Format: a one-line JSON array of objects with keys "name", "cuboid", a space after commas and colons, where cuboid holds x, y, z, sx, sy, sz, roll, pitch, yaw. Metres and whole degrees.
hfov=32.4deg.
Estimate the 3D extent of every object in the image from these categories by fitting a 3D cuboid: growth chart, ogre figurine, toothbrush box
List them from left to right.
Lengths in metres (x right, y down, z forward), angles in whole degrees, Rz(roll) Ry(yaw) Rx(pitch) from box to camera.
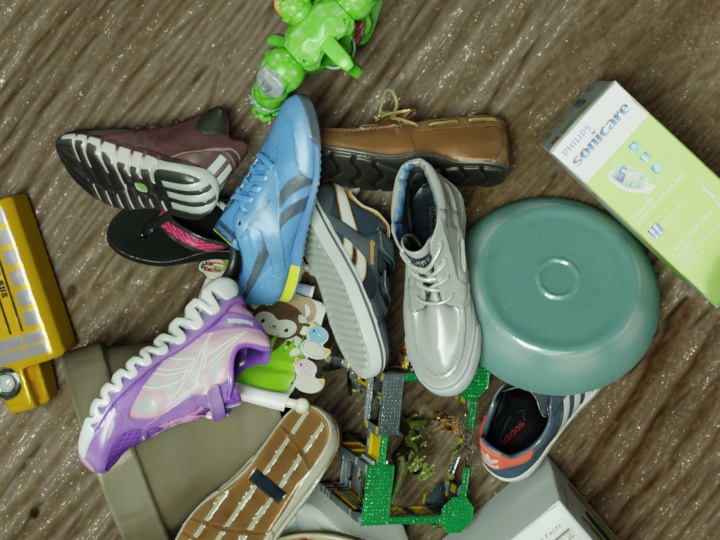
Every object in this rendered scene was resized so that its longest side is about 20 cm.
[{"name": "growth chart", "cuboid": [-0.097, 0.050, 1.149, 0.143, 0.201, 0.018, 7, 132, -1]}, {"name": "ogre figurine", "cuboid": [-0.031, -0.216, 1.125, 0.198, 0.120, 0.099, -25, 96, 7]}, {"name": "toothbrush box", "cuboid": [0.263, -0.074, 1.110, 0.200, 0.146, 0.086, 43, 99, -3]}]

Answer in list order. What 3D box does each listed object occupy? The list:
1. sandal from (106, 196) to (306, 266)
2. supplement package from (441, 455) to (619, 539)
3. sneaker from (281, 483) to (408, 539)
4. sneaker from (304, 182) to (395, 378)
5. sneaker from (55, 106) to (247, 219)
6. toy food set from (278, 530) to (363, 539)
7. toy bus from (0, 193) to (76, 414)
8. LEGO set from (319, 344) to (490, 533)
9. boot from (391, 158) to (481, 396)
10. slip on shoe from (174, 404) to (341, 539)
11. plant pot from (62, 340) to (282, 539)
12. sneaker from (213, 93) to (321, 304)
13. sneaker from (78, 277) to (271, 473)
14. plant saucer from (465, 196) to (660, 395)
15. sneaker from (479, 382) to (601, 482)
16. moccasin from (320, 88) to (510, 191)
[{"name": "sandal", "cuboid": [-0.143, -0.044, 1.182, 0.198, 0.045, 0.076, 2, 62, -1]}, {"name": "supplement package", "cuboid": [0.189, 0.314, 1.168, 0.150, 0.152, 0.200, -41, 93, 8]}, {"name": "sneaker", "cuboid": [-0.053, 0.262, 1.229, 0.198, 0.075, 0.089, 15, 112, 8]}, {"name": "sneaker", "cuboid": [0.000, 0.000, 1.141, 0.079, 0.079, 0.201, -13, 64, -22]}, {"name": "sneaker", "cuboid": [-0.189, -0.115, 1.183, 0.199, 0.116, 0.076, 18, 140, 30]}, {"name": "toy food set", "cuboid": [-0.027, 0.331, 1.203, 0.199, 0.049, 0.198, 31, 128, -11]}, {"name": "toy bus", "cuboid": [-0.337, 0.033, 1.212, 0.078, 0.065, 0.202, -17, 96, 5]}, {"name": "LEGO set", "cuboid": [0.036, 0.155, 1.198, 0.152, 0.116, 0.202, -6, 103, -25]}, {"name": "boot", "cuboid": [0.057, 0.004, 1.085, 0.073, 0.096, 0.202, -11, 71, 19]}, {"name": "slip on shoe", "cuboid": [-0.090, 0.207, 1.118, 0.076, 0.061, 0.201, 36, 88, 21]}, {"name": "plant pot", "cuboid": [-0.167, 0.141, 1.165, 0.172, 0.200, 0.202, -21, 96, -9]}, {"name": "sneaker", "cuboid": [-0.086, -0.061, 1.111, 0.078, 0.066, 0.202, 3, 113, -22]}, {"name": "sneaker", "cuboid": [-0.148, 0.099, 1.038, 0.088, 0.081, 0.200, 40, 67, 9]}, {"name": "plant saucer", "cuboid": [0.179, 0.013, 1.132, 0.198, 0.036, 0.202, 0, 66, 0]}, {"name": "sneaker", "cuboid": [0.176, 0.102, 1.150, 0.075, 0.085, 0.201, 27, 80, 27]}, {"name": "moccasin", "cuboid": [0.041, -0.122, 1.157, 0.199, 0.074, 0.079, -2, 66, 2]}]
